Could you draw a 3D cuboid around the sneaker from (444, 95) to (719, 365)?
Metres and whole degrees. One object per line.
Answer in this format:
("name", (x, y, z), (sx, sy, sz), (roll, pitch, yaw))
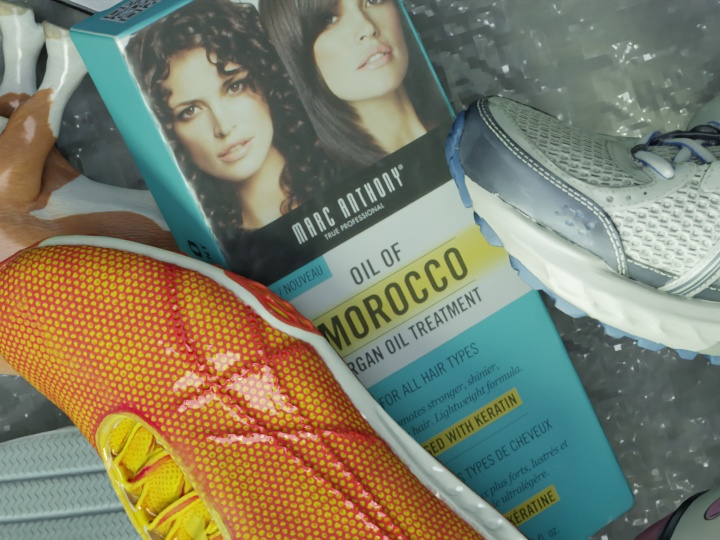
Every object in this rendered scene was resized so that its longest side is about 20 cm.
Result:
("sneaker", (0.123, -0.018, 0.779), (0.200, 0.077, 0.085), (20, 115, -8))

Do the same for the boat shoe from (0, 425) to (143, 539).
("boat shoe", (-0.106, 0.093, 0.868), (0.200, 0.067, 0.074), (1, 57, 20))

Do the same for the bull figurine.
("bull figurine", (-0.087, -0.010, 0.857), (0.200, 0.065, 0.122), (19, 96, -7))

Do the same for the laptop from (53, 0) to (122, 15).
("laptop", (-0.081, -0.178, 0.820), (0.187, 0.116, 0.200), (22, 97, 5))

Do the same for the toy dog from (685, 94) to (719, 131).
("toy dog", (0.187, -0.079, 0.808), (0.132, 0.096, 0.200), (32, 98, 3))

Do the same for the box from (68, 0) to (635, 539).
("box", (0.000, 0.000, 0.813), (0.082, 0.049, 0.200), (-31, 107, -14))

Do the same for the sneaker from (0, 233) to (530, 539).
("sneaker", (-0.027, 0.062, 0.757), (0.200, 0.077, 0.073), (38, 135, 11))

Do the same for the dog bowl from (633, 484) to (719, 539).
("dog bowl", (0.134, 0.144, 0.793), (0.074, 0.200, 0.200), (-19, 93, 27))
